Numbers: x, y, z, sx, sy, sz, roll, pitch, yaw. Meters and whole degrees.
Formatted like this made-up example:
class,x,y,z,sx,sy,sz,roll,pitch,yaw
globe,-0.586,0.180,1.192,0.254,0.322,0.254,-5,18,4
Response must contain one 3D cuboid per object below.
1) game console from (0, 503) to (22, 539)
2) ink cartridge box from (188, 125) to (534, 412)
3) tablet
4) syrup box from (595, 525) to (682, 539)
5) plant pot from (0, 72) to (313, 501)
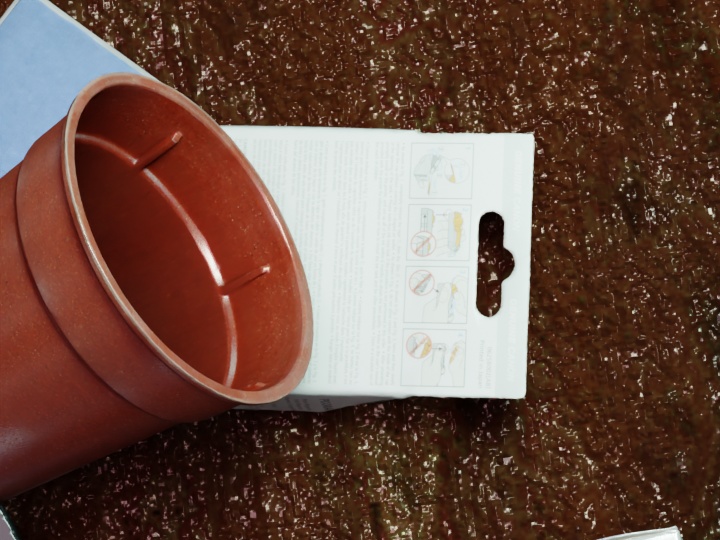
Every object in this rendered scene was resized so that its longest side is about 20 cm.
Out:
class,x,y,z,sx,sy,sz,roll,pitch,yaw
game console,-0.238,0.243,1.501,0.175,0.116,0.201,-28,82,2
ink cartridge box,0.000,0.000,1.640,0.199,0.057,0.164,2,78,3
tablet,-0.214,-0.059,1.694,0.130,0.014,0.200,36,83,13
syrup box,0.161,0.249,1.547,0.081,0.079,0.201,-13,76,4
plant pot,-0.163,0.023,1.560,0.195,0.200,0.202,-30,74,28
